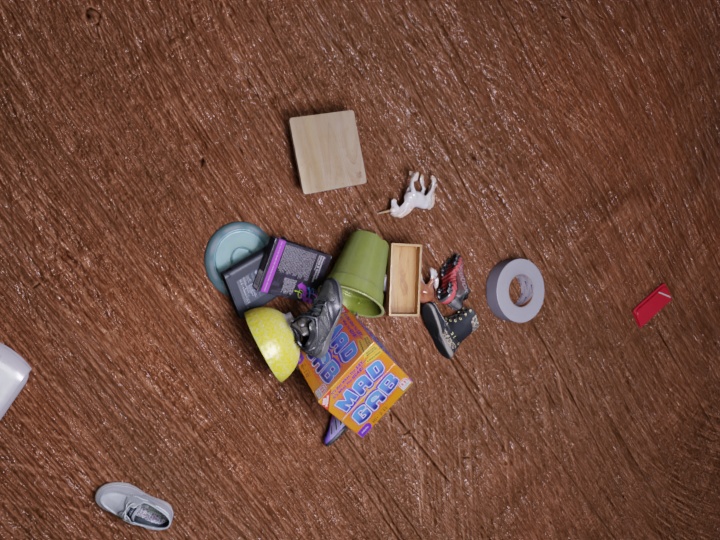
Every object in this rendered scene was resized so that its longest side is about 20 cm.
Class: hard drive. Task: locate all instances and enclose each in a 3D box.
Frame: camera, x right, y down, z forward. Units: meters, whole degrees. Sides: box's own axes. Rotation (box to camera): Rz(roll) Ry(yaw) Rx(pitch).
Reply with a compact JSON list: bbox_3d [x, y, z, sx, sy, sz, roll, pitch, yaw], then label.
[{"bbox_3d":[-0.260,0.019,1.447,0.197,0.033,0.143,-32,126,-25],"label":"hard drive"}]

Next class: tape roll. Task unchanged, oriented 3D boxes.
[{"bbox_3d":[0.509,0.066,1.793,0.193,0.066,0.209,0,89,-22],"label":"tape roll"}]

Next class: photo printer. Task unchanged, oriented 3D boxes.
[{"bbox_3d":[-0.852,0.256,1.207,0.165,0.069,0.204,37,76,-18],"label":"photo printer"}]

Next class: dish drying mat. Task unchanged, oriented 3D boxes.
[{"bbox_3d":[1.112,0.132,2.075,0.197,0.018,0.079,-33,103,-20],"label":"dish drying mat"}]

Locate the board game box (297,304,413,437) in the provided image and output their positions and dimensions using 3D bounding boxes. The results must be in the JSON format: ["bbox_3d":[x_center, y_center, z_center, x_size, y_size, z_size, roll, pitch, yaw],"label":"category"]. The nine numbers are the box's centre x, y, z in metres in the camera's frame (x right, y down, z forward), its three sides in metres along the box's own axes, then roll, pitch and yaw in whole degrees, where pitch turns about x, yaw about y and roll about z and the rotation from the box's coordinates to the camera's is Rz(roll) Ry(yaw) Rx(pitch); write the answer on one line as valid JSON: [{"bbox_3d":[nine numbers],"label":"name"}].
[{"bbox_3d":[-0.021,0.262,1.439,0.200,0.200,0.200,-45,125,-1],"label":"board game box"}]

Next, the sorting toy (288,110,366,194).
[{"bbox_3d":[-0.099,-0.329,1.536,0.193,0.069,0.208,-13,95,-22],"label":"sorting toy"}]

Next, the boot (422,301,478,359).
[{"bbox_3d":[0.279,0.150,1.685,0.152,0.073,0.208,-37,117,-21],"label":"boot"}]

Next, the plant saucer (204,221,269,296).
[{"bbox_3d":[-0.318,-0.029,1.462,0.193,0.027,0.209,0,90,-24],"label":"plant saucer"}]

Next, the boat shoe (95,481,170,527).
[{"bbox_3d":[-0.549,0.579,1.331,0.197,0.071,0.072,30,78,-20],"label":"boat shoe"}]

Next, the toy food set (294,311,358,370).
[{"bbox_3d":[-0.098,0.192,1.525,0.194,0.060,0.149,-5,114,-27],"label":"toy food set"}]

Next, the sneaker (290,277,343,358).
[{"bbox_3d":[-0.108,0.110,1.363,0.113,0.074,0.206,30,75,-55],"label":"sneaker"}]

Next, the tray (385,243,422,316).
[{"bbox_3d":[0.125,0.027,1.577,0.095,0.037,0.208,2,92,-18],"label":"tray"}]

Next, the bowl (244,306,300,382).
[{"bbox_3d":[-0.207,0.170,1.404,0.105,0.200,0.205,-28,100,-7],"label":"bowl"}]

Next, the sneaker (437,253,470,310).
[{"bbox_3d":[0.292,0.040,1.670,0.097,0.070,0.204,40,43,-21],"label":"sneaker"}]

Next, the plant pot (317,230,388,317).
[{"bbox_3d":[0.000,0.000,1.525,0.196,0.199,0.196,27,68,-20],"label":"plant pot"}]

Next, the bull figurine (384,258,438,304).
[{"bbox_3d":[0.151,0.030,1.637,0.195,0.065,0.125,25,91,-23],"label":"bull figurine"}]

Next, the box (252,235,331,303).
[{"bbox_3d":[-0.179,0.002,1.462,0.196,0.036,0.147,17,98,-42],"label":"box"}]

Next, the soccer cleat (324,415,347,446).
[{"bbox_3d":[-0.051,0.405,1.558,0.072,0.068,0.202,37,76,2],"label":"soccer cleat"}]

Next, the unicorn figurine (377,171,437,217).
[{"bbox_3d":[0.160,-0.224,1.640,0.194,0.073,0.143,6,98,-28],"label":"unicorn figurine"}]
